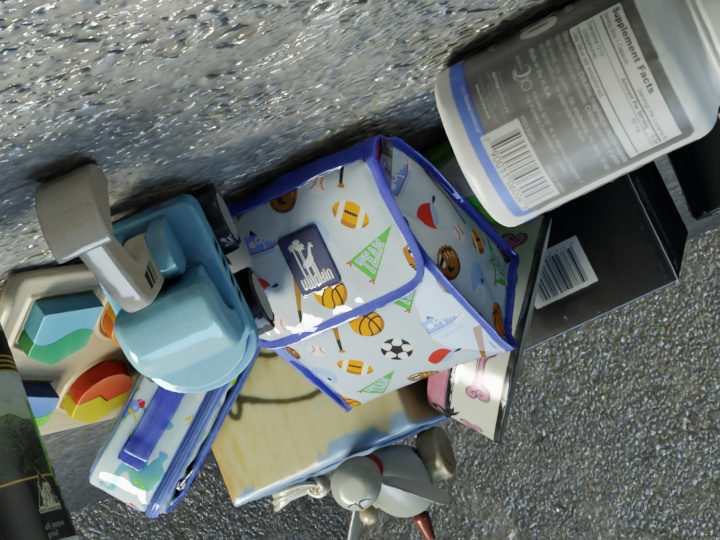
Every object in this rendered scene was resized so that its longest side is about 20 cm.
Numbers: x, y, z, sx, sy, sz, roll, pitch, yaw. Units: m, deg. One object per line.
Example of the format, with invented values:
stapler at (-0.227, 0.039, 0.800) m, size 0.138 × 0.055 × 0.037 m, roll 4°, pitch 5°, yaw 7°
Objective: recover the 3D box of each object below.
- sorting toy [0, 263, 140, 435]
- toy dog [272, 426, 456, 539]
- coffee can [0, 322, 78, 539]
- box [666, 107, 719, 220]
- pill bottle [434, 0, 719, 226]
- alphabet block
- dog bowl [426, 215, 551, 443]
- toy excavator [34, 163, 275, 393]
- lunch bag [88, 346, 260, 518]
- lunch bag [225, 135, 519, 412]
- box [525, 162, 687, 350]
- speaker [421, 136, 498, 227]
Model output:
sorting toy at (-0.218, 0.067, 1.052) m, size 0.199 × 0.036 × 0.186 m, roll -15°, pitch 143°, yaw -51°
toy dog at (0.027, 0.207, 1.225) m, size 0.131 × 0.097 × 0.199 m, roll -30°, pitch 169°, yaw 36°
coffee can at (-0.258, 0.092, 0.773) m, size 0.145 × 0.202 × 0.146 m, roll -22°, pitch 172°, yaw -3°
box at (0.430, -0.153, 1.346) m, size 0.197 × 0.125 × 0.199 m, roll -13°, pitch 168°, yaw -46°
pill bottle at (0.157, -0.119, 0.874) m, size 0.198 × 0.115 × 0.114 m, roll -26°, pitch 171°, yaw 17°
alphabet block at (-0.043, 0.080, 1.272) m, size 0.194 × 0.202 × 0.196 m, roll -25°, pitch 171°, yaw 12°
dog bowl at (0.111, 0.044, 1.195) m, size 0.073 × 0.203 × 0.200 m, roll 13°, pitch 175°, yaw 8°
toy excavator at (-0.131, 0.006, 0.871) m, size 0.099 × 0.196 × 0.200 m, roll -23°, pitch -160°, yaw 4°
lunch bag at (-0.140, 0.094, 1.112) m, size 0.202 × 0.082 × 0.161 m, roll -62°, pitch -179°, yaw 4°
lunch bag at (0.000, 0.000, 1.024) m, size 0.169 × 0.125 × 0.200 m, roll -22°, pitch 131°, yaw 27°
box at (0.217, -0.024, 1.393) m, size 0.198 × 0.124 × 0.198 m, roll -26°, pitch -173°, yaw 21°
speaker at (0.071, -0.060, 1.105) m, size 0.088 × 0.089 × 0.199 m, roll -15°, pitch 168°, yaw -43°
